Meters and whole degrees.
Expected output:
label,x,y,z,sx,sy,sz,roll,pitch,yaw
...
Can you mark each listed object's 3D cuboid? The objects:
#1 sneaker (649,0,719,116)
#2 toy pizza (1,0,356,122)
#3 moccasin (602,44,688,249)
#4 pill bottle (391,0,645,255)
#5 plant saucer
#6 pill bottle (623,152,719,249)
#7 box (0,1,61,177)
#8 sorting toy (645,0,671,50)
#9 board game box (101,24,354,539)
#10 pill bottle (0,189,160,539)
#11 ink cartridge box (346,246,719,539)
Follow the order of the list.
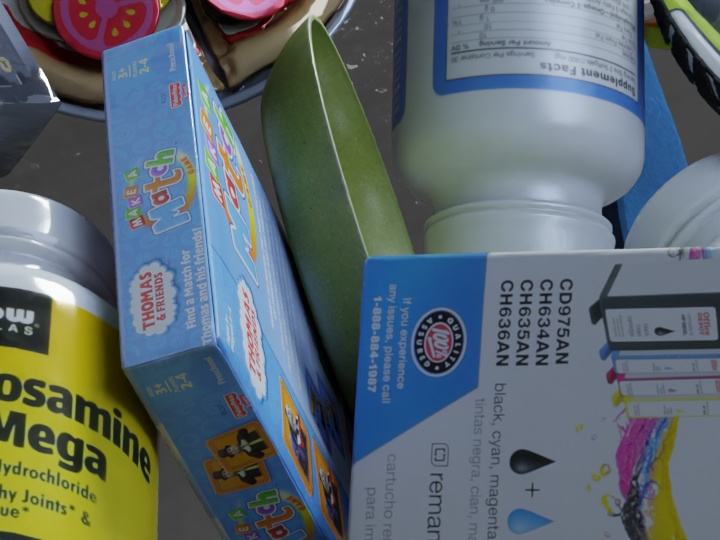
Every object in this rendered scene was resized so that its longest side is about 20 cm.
label,x,y,z,sx,sy,sz,roll,pitch,yaw
sneaker,0.209,-0.080,1.140,0.200,0.081,0.074,39,-2,7
toy pizza,-0.092,-0.153,1.083,0.200,0.032,0.200,2,66,-5
moccasin,0.109,-0.053,1.241,0.080,0.068,0.200,18,56,-50
pill bottle,0.069,-0.087,1.159,0.112,0.112,0.200,13,72,-37
plant saucer,0.000,0.000,1.029,0.200,0.031,0.200,-19,90,-84
pill bottle,0.197,0.040,1.102,0.109,0.109,0.200,7,32,-42
box,-0.225,-0.122,0.994,0.158,0.048,0.200,-6,57,-50
sorting toy,0.155,-0.183,1.416,0.180,0.107,0.200,8,46,-51
board game box,-0.037,0.037,0.925,0.200,0.037,0.151,66,11,-45
pill bottle,-0.120,0.071,0.835,0.112,0.112,0.200,25,38,-25
ink cartridge box,0.113,0.078,0.893,0.145,0.200,0.147,38,53,-65
